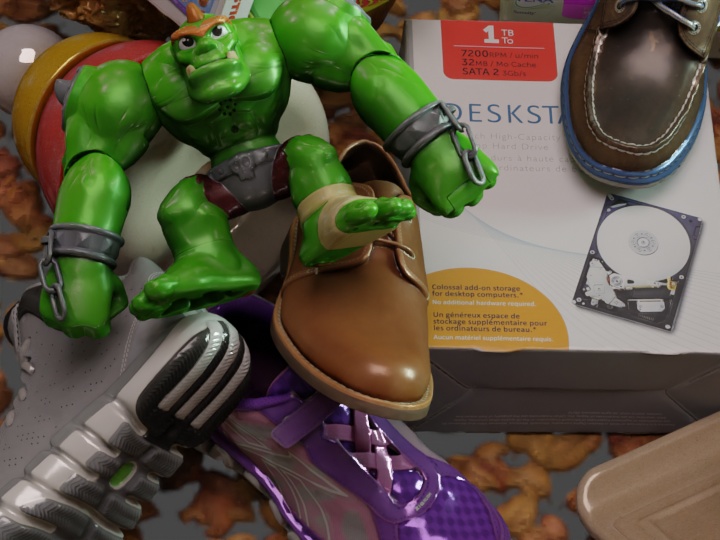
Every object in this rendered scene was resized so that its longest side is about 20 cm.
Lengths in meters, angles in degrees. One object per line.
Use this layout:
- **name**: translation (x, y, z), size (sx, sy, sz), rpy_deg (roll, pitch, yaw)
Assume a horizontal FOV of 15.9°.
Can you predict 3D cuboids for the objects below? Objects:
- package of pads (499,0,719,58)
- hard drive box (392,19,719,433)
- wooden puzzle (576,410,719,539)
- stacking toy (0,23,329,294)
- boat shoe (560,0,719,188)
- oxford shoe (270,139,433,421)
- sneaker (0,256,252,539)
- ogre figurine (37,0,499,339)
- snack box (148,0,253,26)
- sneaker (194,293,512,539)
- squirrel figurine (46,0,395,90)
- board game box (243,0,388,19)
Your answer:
- **package of pads**: translation (0.155, -0.209, 1.413), size (0.154, 0.068, 0.200), rpy_deg (3, 56, -1)
- **hard drive box**: translation (0.096, -0.023, 1.277), size (0.156, 0.077, 0.200), rpy_deg (0, 55, -4)
- **wooden puzzle**: translation (0.225, 0.131, 1.175), size (0.185, 0.046, 0.200), rpy_deg (-22, 39, -21)
- **stacking toy**: translation (-0.127, -0.073, 1.283), size (0.146, 0.146, 0.200), rpy_deg (-37, 50, -25)
- **boat shoe**: translation (0.144, -0.132, 1.264), size (0.072, 0.072, 0.200), rpy_deg (12, 55, 4)
- **oxford shoe**: translation (0.000, 0.000, 1.173), size (0.071, 0.071, 0.200), rpy_deg (14, 26, -16)
- **sneaker**: translation (-0.147, 0.075, 1.184), size (0.200, 0.075, 0.115), rpy_deg (-44, 51, 0)
- **ogre figurine**: translation (-0.055, -0.053, 1.133), size (0.200, 0.098, 0.120), rpy_deg (-24, 76, 18)
- **snack box**: translation (-0.122, -0.190, 1.248), size (0.200, 0.072, 0.024), rpy_deg (39, 33, 27)
- **sneaker**: translation (-0.013, 0.079, 1.193), size (0.200, 0.088, 0.080), rpy_deg (38, 60, 19)
- **squirrel figurine**: translation (-0.077, -0.174, 1.353), size (0.200, 0.142, 0.187), rpy_deg (-22, 70, -7)
- **board game box**: translation (-0.055, -0.212, 1.273), size (0.102, 0.048, 0.200), rpy_deg (-29, 77, -11)
